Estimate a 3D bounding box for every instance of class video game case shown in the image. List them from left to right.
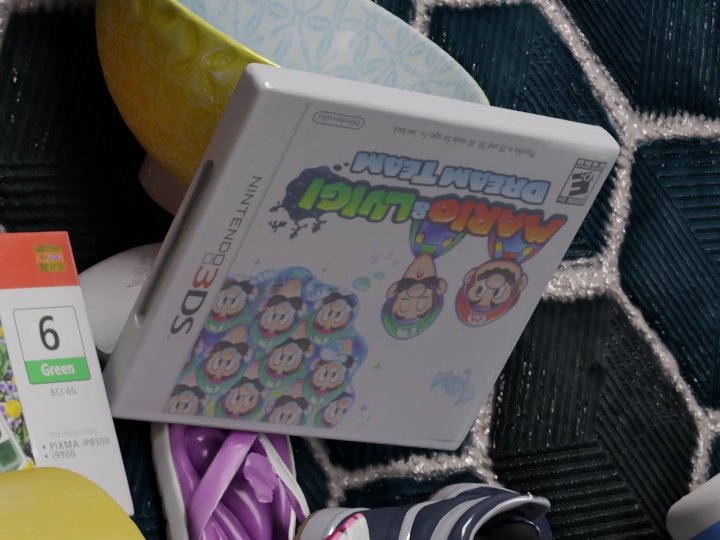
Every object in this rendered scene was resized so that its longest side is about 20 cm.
[{"bbox_3d":[0.000,0.000,1.233,0.200,0.182,0.024,8,31,-34],"label":"video game case"}]

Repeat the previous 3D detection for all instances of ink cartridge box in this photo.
[{"bbox_3d":[-0.176,0.023,1.188,0.109,0.050,0.200,-3,74,-44],"label":"ink cartridge box"}]

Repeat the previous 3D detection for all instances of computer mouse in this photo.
[{"bbox_3d":[-0.050,0.016,1.292,0.200,0.044,0.110,1,40,-42],"label":"computer mouse"}]

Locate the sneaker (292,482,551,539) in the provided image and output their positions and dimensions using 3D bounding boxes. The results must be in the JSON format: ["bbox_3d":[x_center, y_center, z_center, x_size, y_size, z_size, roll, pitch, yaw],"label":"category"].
[{"bbox_3d":[0.066,0.138,1.300,0.200,0.108,0.070,2,84,-56],"label":"sneaker"}]

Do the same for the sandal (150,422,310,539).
[{"bbox_3d":[-0.051,0.121,1.261,0.082,0.050,0.203,17,59,-40],"label":"sandal"}]

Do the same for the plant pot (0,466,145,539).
[{"bbox_3d":[-0.184,0.186,1.014,0.189,0.201,0.201,-7,76,-33],"label":"plant pot"}]

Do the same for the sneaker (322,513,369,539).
[{"bbox_3d":[-0.024,0.188,1.145,0.088,0.081,0.200,47,41,-2],"label":"sneaker"}]

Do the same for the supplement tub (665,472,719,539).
[{"bbox_3d":[0.268,0.181,1.457,0.132,0.132,0.200,-24,78,-46],"label":"supplement tub"}]

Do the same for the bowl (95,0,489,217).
[{"bbox_3d":[-0.049,-0.075,1.296,0.200,0.108,0.200,24,19,-9],"label":"bowl"}]
